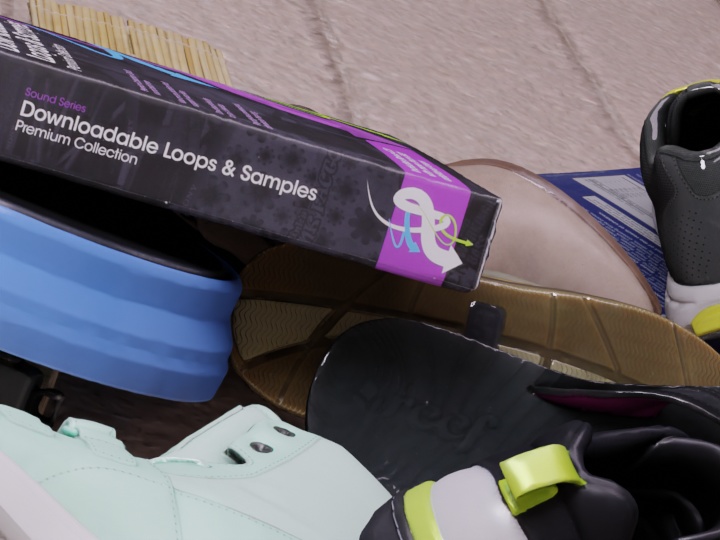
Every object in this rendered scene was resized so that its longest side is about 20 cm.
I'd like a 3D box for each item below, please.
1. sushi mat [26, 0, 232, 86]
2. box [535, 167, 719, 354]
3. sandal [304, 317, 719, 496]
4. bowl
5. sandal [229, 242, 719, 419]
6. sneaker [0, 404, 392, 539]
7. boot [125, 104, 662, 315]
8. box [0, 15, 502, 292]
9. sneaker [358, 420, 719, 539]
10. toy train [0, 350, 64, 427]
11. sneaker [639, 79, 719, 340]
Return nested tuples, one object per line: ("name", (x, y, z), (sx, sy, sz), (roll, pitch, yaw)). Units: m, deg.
("sushi mat", (-0.091, -0.070, 1.059), (0.095, 0.012, 0.200), (14, 21, -16))
("box", (0.119, -0.003, 1.073), (0.121, 0.033, 0.199), (35, 23, 33))
("sandal", (0.080, 0.065, 0.798), (0.199, 0.076, 0.048), (11, -8, -5))
("bowl", (-0.128, -0.019, 0.779), (0.199, 0.040, 0.201), (24, 5, -2))
("sandal", (0.048, 0.042, 0.849), (0.199, 0.081, 0.054), (19, -8, -6))
("sneaker", (-0.073, 0.064, 0.645), (0.200, 0.074, 0.118), (30, 26, -5))
("boot", (0.000, 0.000, 0.913), (0.199, 0.071, 0.146), (26, 27, 14))
("box", (-0.068, -0.047, 0.792), (0.199, 0.036, 0.143), (15, 7, -16))
("sneaker", (0.079, 0.086, 0.666), (0.200, 0.083, 0.072), (24, 35, -57))
("toy train", (-0.175, 0.000, 0.772), (0.199, 0.034, 0.046), (26, 8, 13))
("sneaker", (0.150, -0.044, 1.008), (0.074, 0.085, 0.200), (-11, 20, 8))
